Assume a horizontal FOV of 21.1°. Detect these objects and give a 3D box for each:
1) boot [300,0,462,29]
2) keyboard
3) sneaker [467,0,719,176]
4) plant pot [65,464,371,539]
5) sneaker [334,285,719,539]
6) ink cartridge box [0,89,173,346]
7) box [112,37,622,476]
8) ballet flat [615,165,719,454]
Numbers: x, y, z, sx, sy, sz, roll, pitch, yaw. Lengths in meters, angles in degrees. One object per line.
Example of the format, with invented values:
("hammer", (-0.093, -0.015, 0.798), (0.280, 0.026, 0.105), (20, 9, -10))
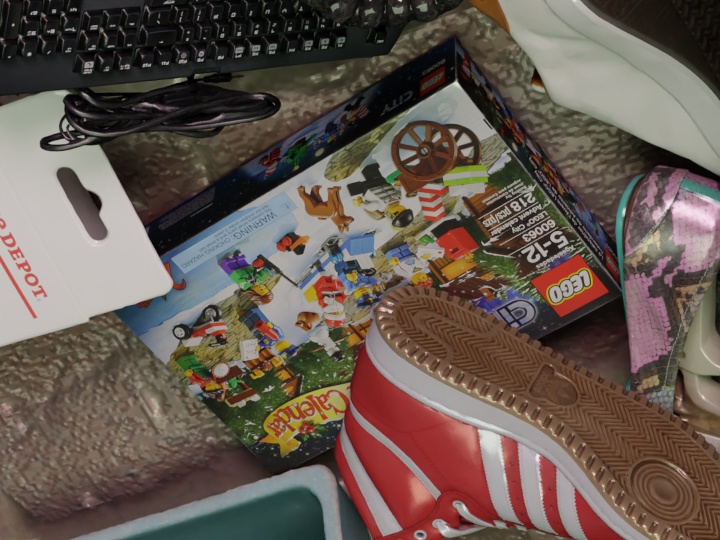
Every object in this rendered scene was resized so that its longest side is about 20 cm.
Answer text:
("boot", (-0.053, -0.172, 0.676), (0.210, 0.158, 0.080), (13, 130, -9))
("keyboard", (-0.053, -0.090, 0.750), (0.199, 0.040, 0.104), (-10, 136, -34))
("sneaker", (0.127, -0.087, 0.804), (0.200, 0.073, 0.084), (34, 157, -30))
("plant pot", (-0.055, 0.247, 0.974), (0.195, 0.197, 0.200), (-18, 146, 15))
("sneaker", (0.078, 0.101, 0.858), (0.199, 0.071, 0.113), (33, 130, 12))
("ink cartridge box", (-0.189, -0.025, 0.851), (0.199, 0.068, 0.116), (-15, 124, 14))
("box", (0.000, 0.000, 0.879), (0.199, 0.038, 0.137), (-30, 120, 22))
("ballet flat", (0.151, 0.039, 0.862), (0.071, 0.069, 0.201), (20, 140, 25))
